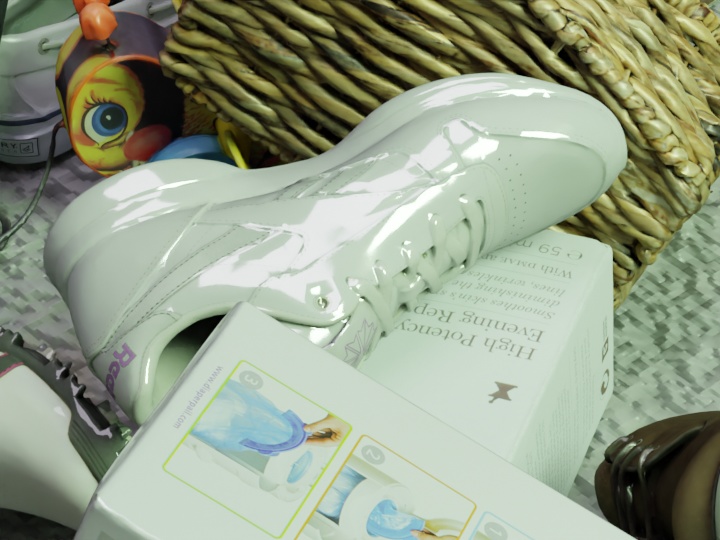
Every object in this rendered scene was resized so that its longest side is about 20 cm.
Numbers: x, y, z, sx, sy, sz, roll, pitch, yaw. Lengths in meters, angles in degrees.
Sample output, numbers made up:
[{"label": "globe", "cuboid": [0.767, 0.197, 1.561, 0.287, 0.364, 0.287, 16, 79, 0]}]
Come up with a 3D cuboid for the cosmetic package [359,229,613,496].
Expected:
[{"label": "cosmetic package", "cuboid": [0.012, 0.067, 0.909, 0.101, 0.074, 0.200, 8, 38, 17]}]

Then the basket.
[{"label": "basket", "cuboid": [0.053, -0.100, 1.005, 0.199, 0.143, 0.149, 36, 46, 0]}]

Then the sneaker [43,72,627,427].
[{"label": "sneaker", "cuboid": [0.000, 0.000, 0.897, 0.199, 0.075, 0.100, -17, 52, -7]}]

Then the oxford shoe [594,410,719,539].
[{"label": "oxford shoe", "cuboid": [0.111, 0.078, 0.839, 0.084, 0.073, 0.200, -2, -4, 13]}]

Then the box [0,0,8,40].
[{"label": "box", "cuboid": [-0.244, -0.073, 1.066, 0.198, 0.044, 0.161, -1, 63, 15]}]

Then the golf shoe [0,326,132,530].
[{"label": "golf shoe", "cuboid": [-0.151, 0.060, 0.948, 0.199, 0.077, 0.088, 22, 61, 37]}]

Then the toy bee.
[{"label": "toy bee", "cuboid": [-0.074, -0.062, 1.055, 0.199, 0.109, 0.131, -26, 45, -26]}]

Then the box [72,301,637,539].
[{"label": "box", "cuboid": [0.014, 0.121, 0.748, 0.199, 0.113, 0.101, 31, 38, 5]}]

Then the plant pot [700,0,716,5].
[{"label": "plant pot", "cuboid": [0.074, -0.232, 1.185, 0.198, 0.199, 0.201, -3, 37, 2]}]

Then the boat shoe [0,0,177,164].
[{"label": "boat shoe", "cuboid": [-0.095, -0.121, 1.164, 0.073, 0.067, 0.200, 17, 42, 24]}]
